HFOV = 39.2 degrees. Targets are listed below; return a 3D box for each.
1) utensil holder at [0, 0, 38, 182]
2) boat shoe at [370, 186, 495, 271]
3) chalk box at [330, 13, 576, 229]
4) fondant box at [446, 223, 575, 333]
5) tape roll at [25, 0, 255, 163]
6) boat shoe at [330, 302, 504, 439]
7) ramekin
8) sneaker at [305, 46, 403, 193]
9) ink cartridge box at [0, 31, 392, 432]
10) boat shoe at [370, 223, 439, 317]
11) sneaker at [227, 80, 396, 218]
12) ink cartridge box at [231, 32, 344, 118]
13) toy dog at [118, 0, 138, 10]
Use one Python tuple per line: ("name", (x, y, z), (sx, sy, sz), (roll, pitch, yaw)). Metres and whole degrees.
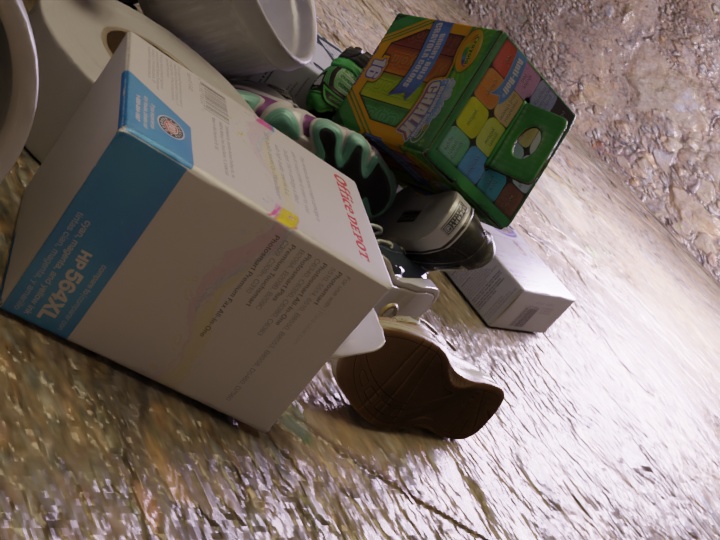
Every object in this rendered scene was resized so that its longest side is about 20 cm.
("utensil holder", (-0.249, -0.136, 0.480), (0.168, 0.171, 0.201), (26, 22, -37))
("boat shoe", (0.057, -0.028, 0.908), (0.064, 0.071, 0.200), (42, -8, -17))
("chalk box", (0.091, -0.129, 0.883), (0.123, 0.126, 0.199), (37, -6, -36))
("fondant box", (0.134, -0.025, 1.129), (0.143, 0.058, 0.201), (11, 37, -55))
("tape roll", (-0.161, -0.115, 0.738), (0.201, 0.071, 0.203), (37, 20, -16))
("boat shoe", (0.034, 0.072, 0.734), (0.063, 0.073, 0.199), (49, 9, 37))
("ramekin", (-0.122, -0.262, 0.881), (0.200, 0.103, 0.204), (-15, 90, -74))
("sneaker", (0.004, -0.116, 1.010), (0.078, 0.085, 0.202), (26, -31, 56))
("ink cartridge box", (-0.084, -0.013, 0.590), (0.198, 0.126, 0.129), (31, 22, -27))
("boat shoe", (0.000, 0.000, 0.799), (0.062, 0.075, 0.199), (52, 20, 23))
("sneaker", (-0.057, -0.123, 0.913), (0.197, 0.079, 0.140), (27, 18, -9))
("ink cartridge box", (-0.060, -0.197, 1.076), (0.198, 0.083, 0.148), (26, 25, -39))
("toy dog", (-0.238, -0.272, 0.886), (0.198, 0.130, 0.098), (6, 76, -50))
